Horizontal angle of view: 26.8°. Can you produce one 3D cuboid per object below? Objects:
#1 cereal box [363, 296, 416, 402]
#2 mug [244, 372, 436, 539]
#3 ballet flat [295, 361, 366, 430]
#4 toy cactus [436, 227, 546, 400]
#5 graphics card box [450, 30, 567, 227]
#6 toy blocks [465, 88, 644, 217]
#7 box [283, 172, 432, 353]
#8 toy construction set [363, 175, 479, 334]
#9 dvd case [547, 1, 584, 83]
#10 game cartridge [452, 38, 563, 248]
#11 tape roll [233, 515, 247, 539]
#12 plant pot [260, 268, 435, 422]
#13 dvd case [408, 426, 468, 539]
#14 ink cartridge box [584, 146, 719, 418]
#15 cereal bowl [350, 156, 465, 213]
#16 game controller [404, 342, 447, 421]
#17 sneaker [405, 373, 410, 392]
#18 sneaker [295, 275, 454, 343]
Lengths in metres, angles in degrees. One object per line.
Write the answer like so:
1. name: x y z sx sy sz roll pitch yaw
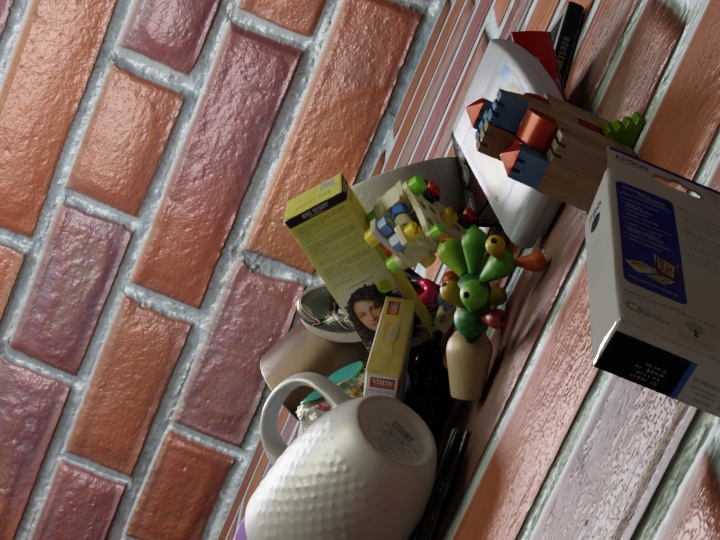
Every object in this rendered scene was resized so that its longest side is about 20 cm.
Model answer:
1. cereal box: 0.023 0.148 1.582 0.144 0.039 0.202 -73 -9 -59
2. mug: -0.024 0.191 1.461 0.147 0.200 0.176 -13 -33 -50
3. ballet flat: -0.024 0.149 1.622 0.075 0.064 0.200 -23 3 15
4. toy cactus: 0.117 0.041 1.469 0.200 0.101 0.167 -128 42 -80
5. graphics card box: 0.159 -0.148 1.624 0.200 0.050 0.127 119 145 -58
6. toy blocks: 0.158 -0.108 1.278 0.200 0.136 0.101 -87 20 -71
7. box: 0.000 0.000 1.612 0.075 0.201 0.050 -27 23 16
8. toy construction set: 0.080 -0.022 1.601 0.091 0.200 0.132 -26 44 14
9. dvd case: 0.200 -0.191 1.743 0.150 0.025 0.202 123 166 -61
10. game cartridge: 0.155 -0.137 1.509 0.134 0.040 0.201 -64 33 33
11. tape roll: -0.071 0.347 1.568 0.200 0.065 0.202 -10 -90 -74
12. plant pot: 0.010 0.093 1.844 0.200 0.186 0.187 -50 10 13
13. dvd case: 0.056 0.244 1.538 0.200 0.016 0.150 126 165 -71
14. ink cartridge box: 0.181 0.004 0.867 0.201 0.099 0.039 -76 9 -58
15. cereal bowl: 0.043 -0.055 1.753 0.200 0.198 0.084 128 122 -70
16. game controller: 0.062 0.144 1.625 0.200 0.042 0.105 -56 -9 -79
17. sneaker: 0.008 0.199 1.744 0.200 0.115 0.074 -49 40 8
18. sneaker: 0.014 0.033 1.734 0.075 0.198 0.081 47 -133 -52
